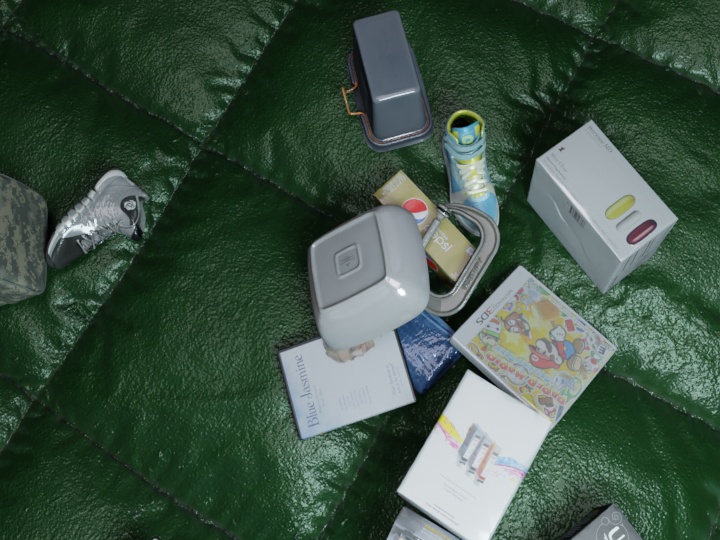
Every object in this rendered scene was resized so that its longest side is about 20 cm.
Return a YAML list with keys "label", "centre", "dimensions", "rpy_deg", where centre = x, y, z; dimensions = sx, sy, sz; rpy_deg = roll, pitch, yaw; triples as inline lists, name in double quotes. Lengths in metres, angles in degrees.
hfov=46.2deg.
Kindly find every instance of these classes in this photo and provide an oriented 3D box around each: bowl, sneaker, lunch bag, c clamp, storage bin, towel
- label: "bowl"
  centre: [0.000, 0.000, 1.282]
  dimensions: [0.197, 0.074, 0.203]
  rpy_deg: [-25, 53, 22]
- label: "sneaker"
  centre: [-0.429, -0.067, 1.415]
  dimensions: [0.114, 0.075, 0.202]
  rpy_deg: [32, 77, 12]
- label: "lunch bag"
  centre: [-0.620, -0.041, 1.391]
  dimensions: [0.165, 0.139, 0.204]
  rpy_deg: [-16, 68, 18]
- label: "sneaker"
  centre: [0.176, -0.163, 1.355]
  dimensions: [0.078, 0.131, 0.204]
  rpy_deg: [-16, 72, -1]
- label: "c clamp"
  centre: [0.112, -0.024, 1.301]
  dimensions: [0.170, 0.027, 0.201]
  rpy_deg: [39, 93, 17]
- label: "storage bin"
  centre: [0.037, -0.325, 1.419]
  dimensions: [0.142, 0.135, 0.204]
  rpy_deg: [-14, 71, 1]
- label: "towel"
  centre: [0.061, 0.091, 1.330]
  dimensions: [0.200, 0.049, 0.112]
  rpy_deg: [43, 82, 16]

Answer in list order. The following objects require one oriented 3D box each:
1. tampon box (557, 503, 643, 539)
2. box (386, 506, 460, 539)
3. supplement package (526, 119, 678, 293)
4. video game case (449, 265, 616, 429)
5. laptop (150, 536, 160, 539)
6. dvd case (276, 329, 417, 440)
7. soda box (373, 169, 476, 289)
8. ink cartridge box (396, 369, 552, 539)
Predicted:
- label: "tampon box"
  centre: [0.309, 0.444, 1.153]
  dimensions: [0.198, 0.127, 0.151]
  rpy_deg: [-36, 73, -7]
- label: "box"
  centre: [0.084, 0.453, 1.161]
  dimensions: [0.156, 0.048, 0.203]
  rpy_deg: [27, 110, 15]
- label: "supplement package"
  centre: [0.365, -0.096, 1.302]
  dimensions: [0.110, 0.156, 0.201]
  rpy_deg: [-34, 72, -7]
- label: "video game case"
  centre: [0.265, 0.113, 1.290]
  dimensions: [0.199, 0.023, 0.182]
  rpy_deg: [42, 64, 15]
- label: "laptop"
  centre: [-0.317, 0.517, 1.161]
  dimensions: [0.186, 0.116, 0.202]
  rpy_deg: [-38, 80, 16]
- label: "dvd case"
  centre: [-0.023, 0.162, 1.304]
  dimensions: [0.196, 0.018, 0.146]
  rpy_deg: [-20, 77, 12]
- label: "soda box"
  centre: [0.108, -0.063, 1.363]
  dimensions: [0.064, 0.068, 0.201]
  rpy_deg: [-39, 73, -6]
- label: "ink cartridge box"
  centre: [0.162, 0.274, 1.211]
  dimensions: [0.143, 0.146, 0.202]
  rpy_deg: [31, 77, 14]
